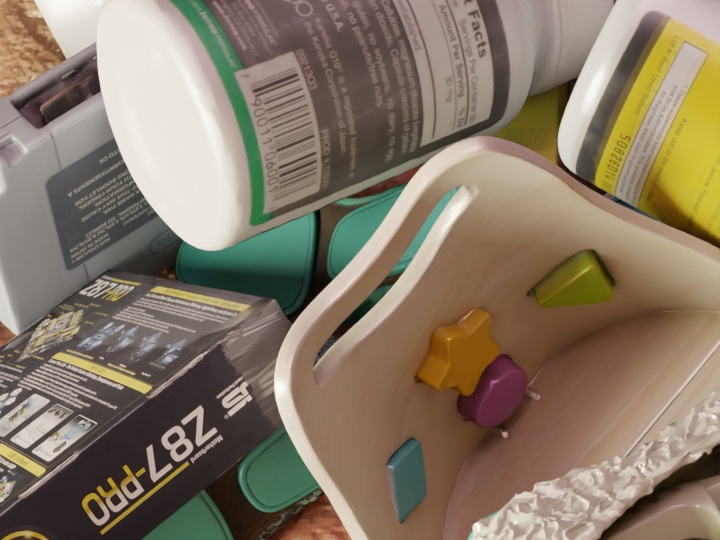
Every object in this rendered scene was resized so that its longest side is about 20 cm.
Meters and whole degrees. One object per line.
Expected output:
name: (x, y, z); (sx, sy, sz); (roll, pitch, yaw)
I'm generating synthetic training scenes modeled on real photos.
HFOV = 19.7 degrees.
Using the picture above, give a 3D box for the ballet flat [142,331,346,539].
ballet flat: (-0.067, 0.090, 0.882); (0.199, 0.074, 0.074); (-29, 54, -15)

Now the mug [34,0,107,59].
mug: (-0.089, -0.180, 1.049); (0.175, 0.148, 0.200); (-29, 23, -4)

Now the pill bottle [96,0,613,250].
pill bottle: (0.000, -0.094, 0.868); (0.199, 0.113, 0.113); (-24, 52, -25)

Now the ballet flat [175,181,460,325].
ballet flat: (0.000, 0.000, 0.919); (0.200, 0.070, 0.068); (-8, 63, 47)

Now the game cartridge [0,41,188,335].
game cartridge: (-0.092, -0.058, 0.945); (0.200, 0.133, 0.042); (-34, 63, -21)

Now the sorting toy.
sorting toy: (0.047, 0.038, 0.794); (0.200, 0.180, 0.107); (-49, 48, -5)

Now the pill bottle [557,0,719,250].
pill bottle: (0.186, -0.045, 0.808); (0.199, 0.112, 0.112); (30, 61, 12)

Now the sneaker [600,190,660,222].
sneaker: (0.173, 0.025, 0.876); (0.199, 0.079, 0.090); (24, 64, 26)

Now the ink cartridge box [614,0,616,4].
ink cartridge box: (0.182, -0.127, 0.951); (0.145, 0.084, 0.201); (-11, 58, 21)

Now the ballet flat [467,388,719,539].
ballet flat: (0.132, 0.091, 0.774); (0.199, 0.072, 0.072); (-25, 52, -19)

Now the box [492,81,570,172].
box: (0.075, -0.093, 0.984); (0.050, 0.075, 0.201); (0, 52, 9)

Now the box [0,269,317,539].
box: (-0.122, 0.066, 0.843); (0.161, 0.049, 0.200); (-40, 19, -19)
